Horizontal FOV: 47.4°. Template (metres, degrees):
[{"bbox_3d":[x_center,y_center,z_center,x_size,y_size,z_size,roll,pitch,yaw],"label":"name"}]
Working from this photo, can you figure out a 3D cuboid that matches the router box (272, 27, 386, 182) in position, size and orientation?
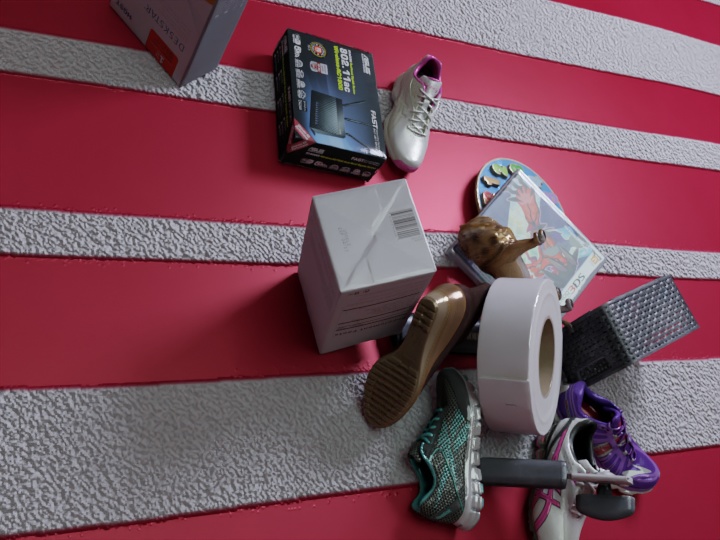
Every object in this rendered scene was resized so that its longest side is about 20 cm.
[{"bbox_3d":[-0.047,-0.242,1.202,0.147,0.062,0.205,9,60,-28],"label":"router box"}]

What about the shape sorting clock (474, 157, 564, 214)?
[{"bbox_3d":[0.265,-0.094,1.323,0.196,0.039,0.205,14,58,-24],"label":"shape sorting clock"}]

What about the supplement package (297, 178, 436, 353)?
[{"bbox_3d":[0.000,0.000,0.993,0.117,0.201,0.124,-12,69,-15],"label":"supplement package"}]

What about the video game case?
[{"bbox_3d":[0.255,-0.022,1.247,0.200,0.023,0.183,44,73,-2],"label":"video game case"}]

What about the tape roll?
[{"bbox_3d":[0.215,0.113,1.085,0.201,0.069,0.209,2,90,-65],"label":"tape roll"}]

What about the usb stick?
[{"bbox_3d":[0.126,0.090,1.142,0.196,0.033,0.057,7,65,-29],"label":"usb stick"}]

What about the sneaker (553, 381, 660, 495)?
[{"bbox_3d":[0.356,0.239,1.166,0.199,0.083,0.081,42,51,-5],"label":"sneaker"}]

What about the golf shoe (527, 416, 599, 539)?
[{"bbox_3d":[0.273,0.289,1.083,0.071,0.092,0.204,25,56,-22],"label":"golf shoe"}]

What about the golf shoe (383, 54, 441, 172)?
[{"bbox_3d":[0.085,-0.248,1.268,0.074,0.091,0.204,19,57,-22],"label":"golf shoe"}]

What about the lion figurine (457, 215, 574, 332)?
[{"bbox_3d":[0.222,0.011,1.181,0.072,0.120,0.204,-30,99,-63],"label":"lion figurine"}]

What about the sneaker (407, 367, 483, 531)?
[{"bbox_3d":[0.102,0.218,1.030,0.089,0.078,0.205,8,63,-18],"label":"sneaker"}]

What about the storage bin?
[{"bbox_3d":[0.395,0.094,1.235,0.197,0.135,0.095,-18,74,-36],"label":"storage bin"}]

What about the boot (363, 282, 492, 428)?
[{"bbox_3d":[0.094,0.107,1.052,0.072,0.203,0.165,37,22,26],"label":"boot"}]

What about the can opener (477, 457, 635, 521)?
[{"bbox_3d":[0.245,0.276,1.036,0.194,0.053,0.069,-1,70,13],"label":"can opener"}]

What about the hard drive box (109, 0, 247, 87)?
[{"bbox_3d":[-0.232,-0.372,1.073,0.156,0.200,0.077,48,51,3],"label":"hard drive box"}]
